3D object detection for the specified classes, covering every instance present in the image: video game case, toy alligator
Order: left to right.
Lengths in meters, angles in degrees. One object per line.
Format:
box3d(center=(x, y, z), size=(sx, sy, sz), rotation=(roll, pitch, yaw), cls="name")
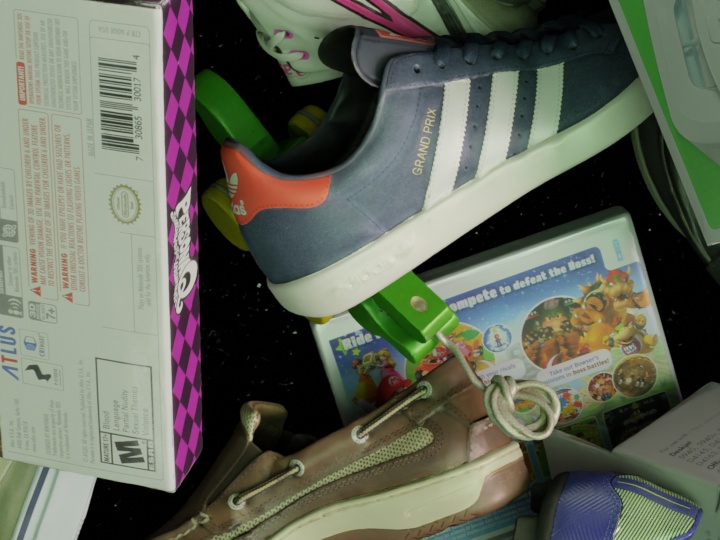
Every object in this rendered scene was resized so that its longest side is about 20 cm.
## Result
box3d(center=(-0.147, -0.024, 0.848), size=(0.181, 0.036, 0.200), rotation=(10, 121, 16), cls="video game case")
box3d(center=(0.000, 0.000, 0.923), size=(0.059, 0.054, 0.200), rotation=(-43, 82, -15), cls="toy alligator")
box3d(center=(0.074, 0.087, 1.002), size=(0.143, 0.018, 0.200), rotation=(-19, 109, -3), cls="video game case")

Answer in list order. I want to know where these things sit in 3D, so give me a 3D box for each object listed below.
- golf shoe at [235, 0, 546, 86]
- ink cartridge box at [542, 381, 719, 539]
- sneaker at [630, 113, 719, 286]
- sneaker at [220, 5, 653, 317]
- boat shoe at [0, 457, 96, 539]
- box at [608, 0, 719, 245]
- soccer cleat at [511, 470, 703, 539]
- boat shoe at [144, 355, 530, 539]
box3d(center=(-0.022, -0.117, 0.897), size=(0.200, 0.073, 0.092), rotation=(20, 103, -15), cls="golf shoe")
box3d(center=(0.174, 0.119, 0.938), size=(0.067, 0.200, 0.116), rotation=(-30, 120, -31), cls="ink cartridge box")
box3d(center=(0.189, -0.003, 0.947), size=(0.075, 0.106, 0.200), rotation=(-37, 109, 2), cls="sneaker")
box3d(center=(0.037, -0.068, 0.864), size=(0.200, 0.075, 0.085), rotation=(-35, 106, -12), cls="sneaker")
box3d(center=(-0.127, 0.045, 0.930), size=(0.062, 0.072, 0.200), rotation=(16, 104, -8), cls="boat shoe")
box3d(center=(0.168, -0.133, 0.825), size=(0.176, 0.097, 0.200), rotation=(-23, 92, -44), cls="box")
box3d(center=(0.103, 0.173, 0.941), size=(0.083, 0.065, 0.201), rotation=(6, 118, 16), cls="soccer cleat")
box3d(center=(-0.034, 0.089, 0.957), size=(0.202, 0.075, 0.075), rotation=(-21, 89, 10), cls="boat shoe")
